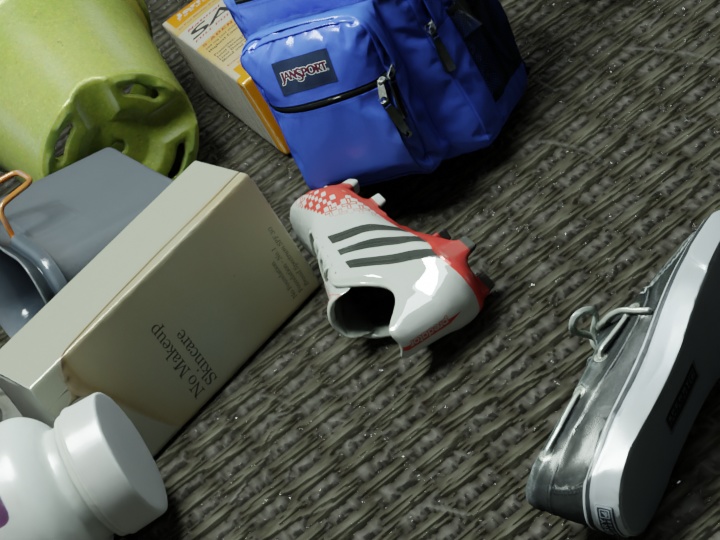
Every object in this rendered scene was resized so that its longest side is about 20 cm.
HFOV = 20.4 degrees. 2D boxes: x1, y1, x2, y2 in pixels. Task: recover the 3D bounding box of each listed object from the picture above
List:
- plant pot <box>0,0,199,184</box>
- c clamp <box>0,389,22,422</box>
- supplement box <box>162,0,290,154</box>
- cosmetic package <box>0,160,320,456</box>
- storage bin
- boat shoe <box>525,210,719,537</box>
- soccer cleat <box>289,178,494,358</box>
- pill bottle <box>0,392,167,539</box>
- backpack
[{"bbox_3d":[-0.219,-0.130,1.561,0.200,0.201,0.184,-38,42,-7],"label":"plant pot"},{"bbox_3d":[-0.315,0.154,1.381,0.170,0.027,0.201,-4,42,42],"label":"c clamp"},{"bbox_3d":[-0.061,-0.180,1.563,0.126,0.074,0.200,-38,29,-8],"label":"supplement box"},{"bbox_3d":[-0.132,0.035,1.296,0.200,0.104,0.073,-47,33,-20],"label":"cosmetic package"},{"bbox_3d":[-0.191,-0.016,1.407,0.134,0.147,0.200,-33,28,-19],"label":"storage bin"},{"bbox_3d":[0.145,0.047,1.031,0.068,0.074,0.200,10,59,32],"label":"boat shoe"},{"bbox_3d":[0.000,0.000,1.251,0.085,0.069,0.199,-40,34,-18],"label":"soccer cleat"},{"bbox_3d":[-0.219,0.158,1.194,0.199,0.113,0.113,-30,30,6],"label":"pill bottle"},{"bbox_3d":[0.002,-0.164,1.328,0.161,0.201,0.168,-14,23,27],"label":"backpack"}]
